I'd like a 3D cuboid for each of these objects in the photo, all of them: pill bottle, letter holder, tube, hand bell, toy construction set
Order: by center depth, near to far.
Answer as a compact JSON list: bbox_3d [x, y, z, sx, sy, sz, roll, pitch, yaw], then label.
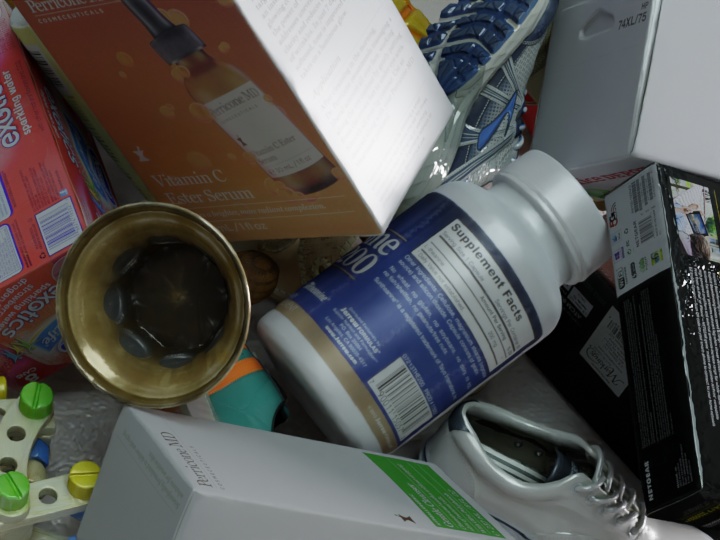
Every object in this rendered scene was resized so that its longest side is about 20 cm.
[{"bbox_3d":[-0.235,0.104,0.893,0.200,0.092,0.131,9,48,-29],"label":"toy construction set"},{"bbox_3d":[-0.083,0.010,0.948,0.104,0.104,0.200,34,11,8],"label":"hand bell"},{"bbox_3d":[0.047,0.017,1.009,0.200,0.111,0.111,-36,68,-10],"label":"pill bottle"},{"bbox_3d":[-0.135,-0.086,1.028,0.052,0.200,0.058,2,45,41],"label":"tube"},{"bbox_3d":[0.221,0.056,1.106,0.142,0.101,0.200,-23,63,-38],"label":"letter holder"}]

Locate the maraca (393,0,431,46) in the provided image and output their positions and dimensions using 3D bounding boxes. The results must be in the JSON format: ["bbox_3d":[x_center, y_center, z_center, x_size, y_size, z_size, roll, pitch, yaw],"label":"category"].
[{"bbox_3d":[0.010,-0.121,1.170,0.137,0.107,0.200,-14,69,-34],"label":"maraca"}]

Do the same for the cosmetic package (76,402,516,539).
[{"bbox_3d":[-0.032,0.142,0.881,0.200,0.085,0.108,16,13,-33],"label":"cosmetic package"}]

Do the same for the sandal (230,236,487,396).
[{"bbox_3d":[0.003,-0.003,1.087,0.211,0.070,0.078,32,47,7],"label":"sandal"}]

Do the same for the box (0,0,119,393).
[{"bbox_3d":[-0.205,-0.045,0.992,0.102,0.095,0.200,-29,55,3],"label":"box"}]

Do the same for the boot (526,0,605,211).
[{"bbox_3d":[0.195,-0.160,1.193,0.200,0.073,0.156,-42,102,-17],"label":"boot"}]

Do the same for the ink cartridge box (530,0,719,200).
[{"bbox_3d":[0.233,-0.111,1.088,0.200,0.147,0.146,13,83,-19],"label":"ink cartridge box"}]

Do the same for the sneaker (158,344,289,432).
[{"bbox_3d":[-0.089,0.068,0.999,0.080,0.071,0.200,20,37,-32],"label":"sneaker"}]

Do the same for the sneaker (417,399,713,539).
[{"bbox_3d":[0.131,0.141,1.013,0.200,0.071,0.073,22,46,-3],"label":"sneaker"}]

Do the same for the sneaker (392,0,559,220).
[{"bbox_3d":[0.072,-0.103,1.112,0.077,0.085,0.200,24,77,50],"label":"sneaker"}]

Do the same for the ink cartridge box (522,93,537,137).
[{"bbox_3d":[0.179,-0.149,1.285,0.200,0.067,0.116,-4,54,-25],"label":"ink cartridge box"}]

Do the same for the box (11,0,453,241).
[{"bbox_3d":[-0.069,-0.122,0.950,0.200,0.152,0.106,56,49,-33],"label":"box"}]

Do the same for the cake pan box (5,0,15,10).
[{"bbox_3d":[-0.129,-0.213,1.042,0.184,0.200,0.052,49,13,-18],"label":"cake pan box"}]

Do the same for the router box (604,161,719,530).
[{"bbox_3d":[0.220,0.050,0.975,0.149,0.051,0.200,14,59,-30],"label":"router box"}]
